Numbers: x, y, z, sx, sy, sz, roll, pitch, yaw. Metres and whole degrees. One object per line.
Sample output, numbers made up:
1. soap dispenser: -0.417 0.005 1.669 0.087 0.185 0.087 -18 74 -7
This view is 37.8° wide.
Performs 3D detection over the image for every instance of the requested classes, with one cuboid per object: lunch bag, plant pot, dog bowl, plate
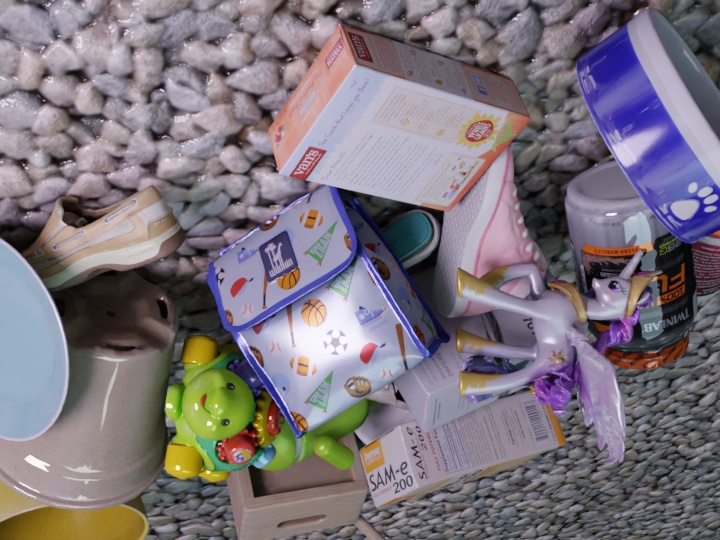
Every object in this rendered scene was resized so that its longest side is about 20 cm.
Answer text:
1. lunch bag: -0.039 0.034 1.039 0.170 0.201 0.124 -32 177 15
2. plant pot: -0.269 0.102 1.053 0.199 0.201 0.184 4 130 -28
3. dog bowl: 0.278 -0.127 0.935 0.079 0.201 0.200 -33 143 27
4. plate: -0.330 0.058 0.965 0.200 0.201 0.026 -44 168 34
5. plant pot: -0.360 0.256 1.250 0.199 0.142 0.200 -11 145 -8

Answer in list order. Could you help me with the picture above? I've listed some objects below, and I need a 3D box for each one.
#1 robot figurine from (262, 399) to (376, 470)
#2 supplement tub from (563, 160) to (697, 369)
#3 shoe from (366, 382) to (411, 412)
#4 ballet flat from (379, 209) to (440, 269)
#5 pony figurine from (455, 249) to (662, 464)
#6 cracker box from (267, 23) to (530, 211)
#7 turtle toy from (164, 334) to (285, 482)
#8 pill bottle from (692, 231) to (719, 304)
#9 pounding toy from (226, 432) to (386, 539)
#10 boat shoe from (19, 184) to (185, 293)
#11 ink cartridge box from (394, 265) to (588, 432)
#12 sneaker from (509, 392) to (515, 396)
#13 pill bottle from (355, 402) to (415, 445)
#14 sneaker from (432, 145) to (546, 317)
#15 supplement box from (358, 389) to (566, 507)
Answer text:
1. robot figurine: -0.071 0.156 1.230 0.199 0.175 0.116 -25 138 -32
2. supplement tub: 0.286 -0.005 1.103 0.122 0.123 0.201 -16 117 -1
3. shoe: 0.048 0.125 1.212 0.199 0.070 0.053 27 156 -34
4. ballet flat: 0.000 0.000 1.124 0.199 0.070 0.069 -27 145 12
5. pony figurine: 0.194 0.078 1.025 0.199 0.194 0.167 -1 -174 1
6. cracker box: 0.035 -0.131 0.950 0.199 0.058 0.134 9 137 -35
7. turtle toy: -0.134 0.141 1.059 0.101 0.147 0.200 4 169 16
8. pill bottle: 0.374 -0.037 1.183 0.112 0.113 0.200 -9 145 -12
9. pounding toy: -0.068 0.263 1.349 0.199 0.185 0.142 -6 145 -16
10. boat shoe: -0.260 -0.033 0.965 0.199 0.072 0.076 -17 113 14
11. ink cartridge box: 0.123 0.064 1.152 0.199 0.147 0.086 -23 146 -15
12. sneaker: 0.128 0.121 1.267 0.072 0.072 0.200 -14 -176 -17
13. pill bottle: 0.070 0.207 1.391 0.113 0.114 0.200 -24 149 10
14. sneaker: 0.143 -0.045 1.069 0.104 0.075 0.201 -1 118 -21
15. supplement box: 0.115 0.203 1.204 0.199 0.074 0.126 -11 162 -25
